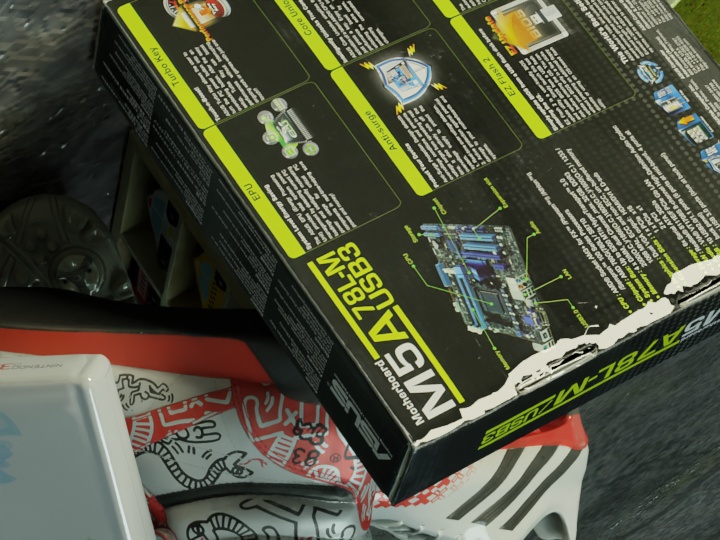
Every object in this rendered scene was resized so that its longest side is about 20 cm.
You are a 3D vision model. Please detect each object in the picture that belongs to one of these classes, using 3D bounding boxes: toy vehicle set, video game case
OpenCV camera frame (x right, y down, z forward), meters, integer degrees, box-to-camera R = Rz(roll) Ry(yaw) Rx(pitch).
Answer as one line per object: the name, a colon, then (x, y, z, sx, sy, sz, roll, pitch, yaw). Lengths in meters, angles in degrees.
toy vehicle set: (-0.062, 0.040, 0.946, 0.026, 0.125, 0.200, -26, 157, -25)
video game case: (-0.153, 0.124, 0.825, 0.180, 0.202, 0.024, -3, -154, 18)

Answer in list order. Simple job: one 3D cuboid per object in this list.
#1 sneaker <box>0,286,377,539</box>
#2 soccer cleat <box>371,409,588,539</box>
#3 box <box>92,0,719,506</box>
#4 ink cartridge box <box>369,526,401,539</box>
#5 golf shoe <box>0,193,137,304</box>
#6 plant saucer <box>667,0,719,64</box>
sneaker: (-0.089, 0.067, 0.827, 0.199, 0.109, 0.067, 4, -168, 12)
soccer cleat: (0.041, 0.117, 1.162, 0.199, 0.086, 0.068, -8, -171, -42)
box: (0.037, -0.044, 0.808, 0.192, 0.201, 0.048, -27, 157, -24)
ink cartridge box: (0.032, 0.165, 1.265, 0.066, 0.201, 0.116, -30, 159, -13)
golf shoe: (-0.126, 0.039, 0.938, 0.078, 0.098, 0.201, -1, 129, -5)
plant saucer: (0.160, -0.113, 0.996, 0.200, 0.048, 0.199, -46, 145, 17)
